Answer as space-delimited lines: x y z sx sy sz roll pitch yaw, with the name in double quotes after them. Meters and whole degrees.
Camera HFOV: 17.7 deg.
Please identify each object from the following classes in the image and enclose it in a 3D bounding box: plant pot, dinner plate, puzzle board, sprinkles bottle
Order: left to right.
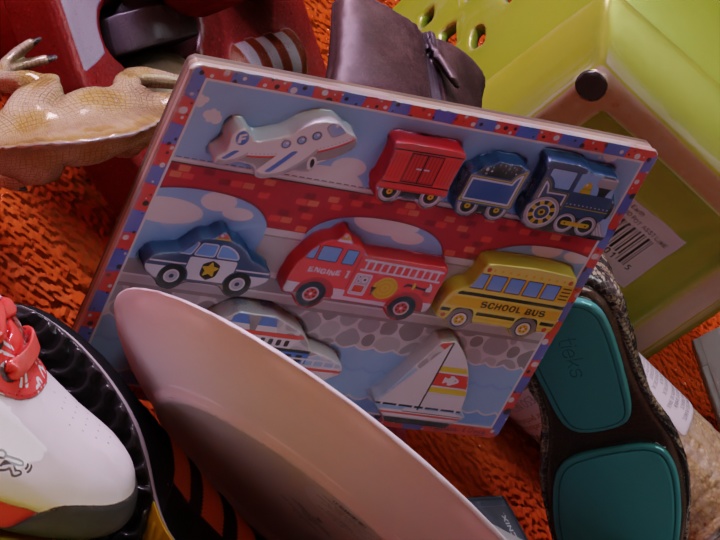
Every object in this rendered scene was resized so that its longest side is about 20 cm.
-0.013 0.079 0.800 0.200 0.200 0.024 43 72 -14 "dinner plate"
0.000 0.000 0.876 0.199 0.151 0.017 9 34 -28 "puzzle board"
0.119 0.070 1.111 0.200 0.068 0.068 43 28 -13 "sprinkles bottle"
0.128 -0.072 1.171 0.200 0.199 0.182 40 35 -19 "plant pot"

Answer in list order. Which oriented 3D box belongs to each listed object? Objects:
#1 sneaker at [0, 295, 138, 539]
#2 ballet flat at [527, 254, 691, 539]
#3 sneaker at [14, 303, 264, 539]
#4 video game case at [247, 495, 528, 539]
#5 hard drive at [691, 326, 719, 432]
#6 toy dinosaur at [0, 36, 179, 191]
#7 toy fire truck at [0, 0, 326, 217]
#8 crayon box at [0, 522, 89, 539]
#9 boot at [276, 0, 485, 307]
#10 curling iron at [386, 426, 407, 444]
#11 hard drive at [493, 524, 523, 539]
-0.141 -0.001 0.718 0.201 0.108 0.067 28 15 -8 "sneaker"
0.108 0.061 1.026 0.075 0.068 0.200 -81 158 -52 "ballet flat"
-0.074 0.099 0.811 0.200 0.070 0.090 51 5 10 "sneaker"
0.032 0.159 0.930 0.200 0.019 0.143 5 52 -55 "video game case"
0.235 0.140 1.210 0.132 0.026 0.200 44 25 -45 "hard drive"
-0.119 -0.051 0.853 0.101 0.199 0.058 -148 -133 -70 "toy dinosaur"
-0.070 -0.085 0.996 0.200 0.112 0.168 -27 97 -61 "toy fire truck"
-0.097 0.125 0.678 0.200 0.051 0.127 26 18 27 "crayon box"
-0.012 -0.044 0.969 0.200 0.072 0.167 26 50 -42 "boot"
0.002 0.055 0.978 0.050 0.026 0.200 41 22 -22 "curling iron"
0.119 0.190 0.968 0.200 0.025 0.132 32 29 -48 "hard drive"
